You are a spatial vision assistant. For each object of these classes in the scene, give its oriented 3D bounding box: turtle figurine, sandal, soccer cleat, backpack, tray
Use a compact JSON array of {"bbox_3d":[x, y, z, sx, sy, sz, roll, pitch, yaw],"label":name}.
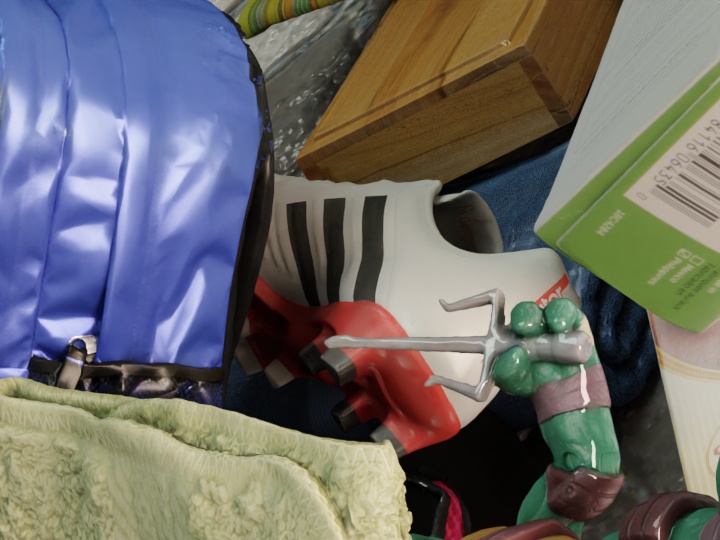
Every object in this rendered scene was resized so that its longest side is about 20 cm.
[{"bbox_3d":[0.034,0.080,0.776,0.150,0.101,0.200,-54,22,-20],"label":"turtle figurine"},{"bbox_3d":[-0.004,0.096,0.874,0.075,0.045,0.200,28,44,21],"label":"sandal"},{"bbox_3d":[0.000,0.000,0.956,0.085,0.069,0.200,-33,26,-12],"label":"soccer cleat"},{"bbox_3d":[-0.118,0.000,0.903,0.162,0.167,0.201,32,110,54],"label":"backpack"},{"bbox_3d":[0.049,-0.093,1.083,0.098,0.037,0.200,-25,18,27],"label":"tray"}]

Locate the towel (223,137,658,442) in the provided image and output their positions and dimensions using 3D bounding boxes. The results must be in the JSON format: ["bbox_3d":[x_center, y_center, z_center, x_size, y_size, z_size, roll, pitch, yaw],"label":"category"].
[{"bbox_3d":[0.021,0.015,1.015,0.200,0.049,0.112,-14,41,40],"label":"towel"}]

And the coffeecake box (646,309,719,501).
[{"bbox_3d":[0.163,-0.005,0.844,0.153,0.073,0.200,-31,32,17],"label":"coffeecake box"}]

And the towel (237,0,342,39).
[{"bbox_3d":[0.033,-0.134,1.143,0.200,0.018,0.086,-10,34,53],"label":"towel"}]

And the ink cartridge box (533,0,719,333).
[{"bbox_3d":[0.124,-0.092,0.832,0.104,0.059,0.200,-46,17,53],"label":"ink cartridge box"}]

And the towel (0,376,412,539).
[{"bbox_3d":[-0.031,0.126,0.723,0.148,0.201,0.036,5,21,45],"label":"towel"}]
